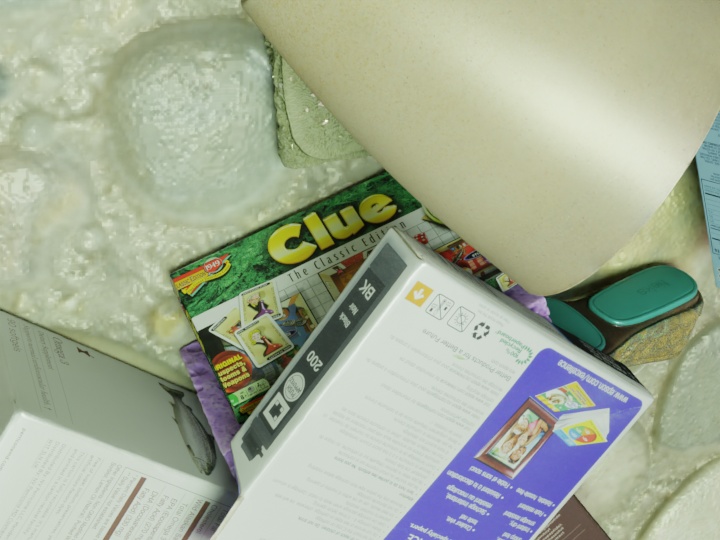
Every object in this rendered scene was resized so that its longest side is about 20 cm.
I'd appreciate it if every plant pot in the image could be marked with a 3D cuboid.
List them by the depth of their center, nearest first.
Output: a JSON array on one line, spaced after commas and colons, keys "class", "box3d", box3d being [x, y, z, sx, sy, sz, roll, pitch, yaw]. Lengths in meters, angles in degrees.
[{"class": "plant pot", "box3d": [0.050, -0.118, 0.674, 0.199, 0.187, 0.188, 30, 102, -16]}]

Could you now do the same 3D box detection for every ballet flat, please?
[{"class": "ballet flat", "box3d": [0.137, 0.048, 0.869, 0.199, 0.071, 0.071, -13, 120, -35]}]

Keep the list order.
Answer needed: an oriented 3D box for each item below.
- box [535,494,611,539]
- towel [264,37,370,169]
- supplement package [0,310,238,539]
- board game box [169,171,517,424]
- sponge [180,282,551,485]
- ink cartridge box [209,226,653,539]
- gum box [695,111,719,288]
[{"class": "box", "box3d": [0.078, 0.126, 0.880, 0.075, 0.100, 0.200, -41, 123, 1]}, {"class": "towel", "box3d": [0.013, -0.157, 0.752, 0.147, 0.037, 0.202, -16, 119, -15]}, {"class": "supplement package", "box3d": [-0.139, 0.129, 0.781, 0.199, 0.117, 0.118, 27, 102, -31]}, {"class": "board game box", "box3d": [0.000, 0.000, 0.784, 0.199, 0.105, 0.024, -26, 140, -9]}, {"class": "sponge", "box3d": [0.001, 0.041, 0.799, 0.199, 0.112, 0.030, -25, 124, -9]}, {"class": "ink cartridge box", "box3d": [0.032, 0.101, 0.752, 0.197, 0.043, 0.201, 29, 103, -36]}, {"class": "gum box", "box3d": [0.272, -0.109, 0.847, 0.169, 0.044, 0.201, -35, 125, -27]}]
